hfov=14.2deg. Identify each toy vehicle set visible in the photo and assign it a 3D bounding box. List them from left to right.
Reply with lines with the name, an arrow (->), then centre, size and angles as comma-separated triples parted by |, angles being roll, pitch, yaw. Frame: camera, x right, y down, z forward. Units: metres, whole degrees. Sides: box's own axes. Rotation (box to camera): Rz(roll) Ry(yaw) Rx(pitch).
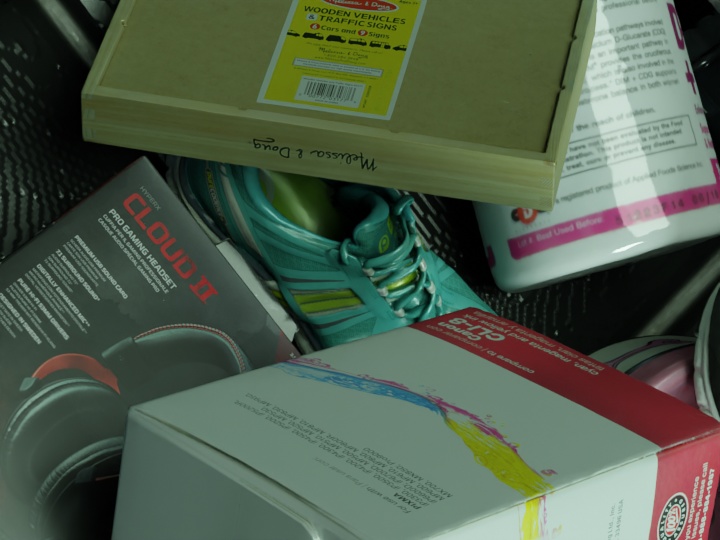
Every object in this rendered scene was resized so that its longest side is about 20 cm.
toy vehicle set -> -0.006, -0.088, 1.222 | 0.199, 0.027, 0.124 | 9, 42, 9

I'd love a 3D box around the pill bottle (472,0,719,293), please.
pill bottle -> 0.091, -0.099, 1.320 | 0.113, 0.113, 0.201 | -13, 87, -31

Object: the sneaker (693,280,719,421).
sneaker -> 0.199, 0.089, 1.227 | 0.074, 0.080, 0.201 | -11, 82, -22

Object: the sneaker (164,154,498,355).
sneaker -> 0.000, 0.000, 1.268 | 0.200, 0.080, 0.078 | 40, 63, -17

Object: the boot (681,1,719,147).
boot -> 0.253, -0.089, 1.430 | 0.200, 0.076, 0.168 | -38, 96, -23

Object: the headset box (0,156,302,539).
headset box -> -0.110, 0.061, 1.186 | 0.200, 0.075, 0.149 | -38, 91, -30

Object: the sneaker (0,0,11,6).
sneaker -> -0.142, -0.180, 1.215 | 0.200, 0.076, 0.116 | -29, 94, -19

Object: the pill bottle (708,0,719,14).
pill bottle -> 0.235, -0.122, 1.331 | 0.114, 0.114, 0.200 | -41, 92, -30

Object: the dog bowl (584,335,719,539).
dog bowl -> 0.159, 0.121, 1.286 | 0.200, 0.074, 0.201 | 5, 78, -22

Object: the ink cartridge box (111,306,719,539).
ink cartridge box -> 0.018, 0.120, 1.125 | 0.200, 0.144, 0.146 | -14, 121, -45
